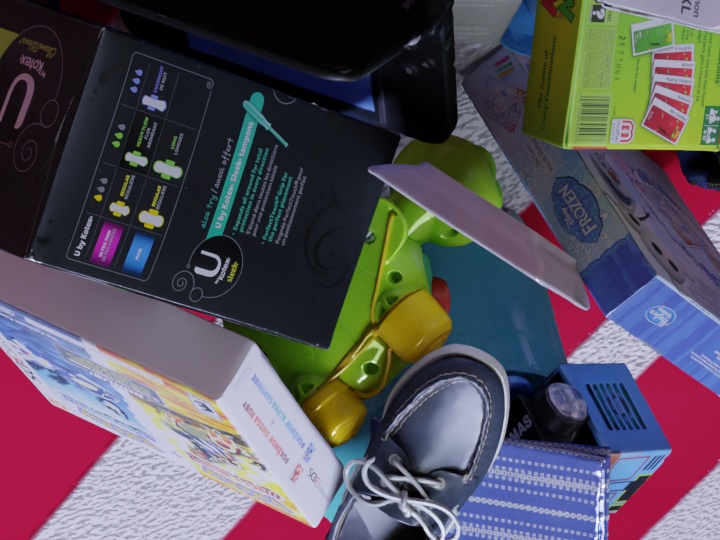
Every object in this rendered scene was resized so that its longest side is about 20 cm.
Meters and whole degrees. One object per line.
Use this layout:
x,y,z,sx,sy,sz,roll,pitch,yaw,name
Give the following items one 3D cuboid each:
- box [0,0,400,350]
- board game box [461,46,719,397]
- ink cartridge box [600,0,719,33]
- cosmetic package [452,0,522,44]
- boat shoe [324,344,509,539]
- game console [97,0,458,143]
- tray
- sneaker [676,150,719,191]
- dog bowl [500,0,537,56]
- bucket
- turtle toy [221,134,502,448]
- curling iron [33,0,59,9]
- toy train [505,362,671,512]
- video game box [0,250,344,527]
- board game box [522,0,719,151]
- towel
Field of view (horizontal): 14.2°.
-0.111,-0.053,1.488,0.200,0.148,0.124,17,92,-39,box
0.164,-0.019,1.710,0.043,0.199,0.200,-40,141,15,board game box
0.214,-0.208,1.470,0.200,0.083,0.145,-16,116,-48,ink cartridge box
0.054,-0.213,1.497,0.107,0.090,0.200,2,137,-28,cosmetic package
0.024,0.127,1.636,0.075,0.062,0.200,31,125,-4,boat shoe
-0.064,-0.113,1.461,0.200,0.116,0.176,21,150,17,game console
0.070,-0.022,1.520,0.022,0.107,0.200,-58,168,2,tray
0.245,-0.093,1.742,0.078,0.075,0.200,-4,154,-10,sneaker
0.156,-0.172,1.632,0.200,0.050,0.112,2,140,-29,dog bowl
0.035,0.065,1.818,0.207,0.135,0.207,-13,145,-9,bucket
0.000,0.000,1.677,0.200,0.146,0.101,-45,167,20,turtle toy
-0.183,-0.107,1.554,0.050,0.026,0.200,-14,137,-19,curling iron
0.094,0.136,1.754,0.114,0.087,0.200,2,139,-38,toy train
-0.121,0.058,1.623,0.047,0.200,0.182,-60,152,-14,video game box
0.151,-0.166,1.541,0.101,0.048,0.200,-1,104,-28,board game box
0.076,0.178,1.701,0.145,0.024,0.200,7,121,13,towel
